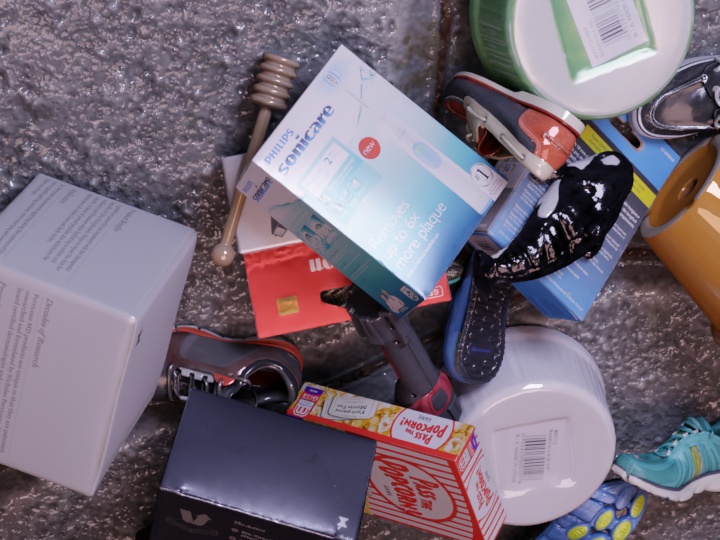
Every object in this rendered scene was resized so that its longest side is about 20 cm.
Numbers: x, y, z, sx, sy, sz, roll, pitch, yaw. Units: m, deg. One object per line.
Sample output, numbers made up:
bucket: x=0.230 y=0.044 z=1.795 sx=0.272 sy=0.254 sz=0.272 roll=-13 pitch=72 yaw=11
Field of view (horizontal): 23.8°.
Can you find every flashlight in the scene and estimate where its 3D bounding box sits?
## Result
flashlight: x=0.039 y=0.084 z=1.665 sx=0.067 sy=0.068 sz=0.201 roll=-17 pitch=136 yaw=14

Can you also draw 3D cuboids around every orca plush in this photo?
orca plush: x=0.191 y=-0.047 z=1.581 sx=0.198 sy=0.071 sz=0.106 roll=-23 pitch=104 yaw=-26

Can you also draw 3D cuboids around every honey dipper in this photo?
honey dipper: x=-0.101 y=-0.100 z=1.589 sx=0.038 sy=0.038 sz=0.202 roll=15 pitch=92 yaw=-16

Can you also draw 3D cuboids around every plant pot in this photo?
plant pot: x=0.380 y=-0.028 z=1.665 sx=0.183 sy=0.201 sz=0.201 roll=37 pitch=108 yaw=-12

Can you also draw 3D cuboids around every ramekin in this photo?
ramekin: x=0.205 y=-0.232 z=1.549 sx=0.197 sy=0.098 sz=0.203 roll=-3 pitch=105 yaw=-10
ramekin: x=0.170 y=0.168 z=1.783 sx=0.198 sy=0.098 sz=0.203 roll=-4 pitch=118 yaw=-7

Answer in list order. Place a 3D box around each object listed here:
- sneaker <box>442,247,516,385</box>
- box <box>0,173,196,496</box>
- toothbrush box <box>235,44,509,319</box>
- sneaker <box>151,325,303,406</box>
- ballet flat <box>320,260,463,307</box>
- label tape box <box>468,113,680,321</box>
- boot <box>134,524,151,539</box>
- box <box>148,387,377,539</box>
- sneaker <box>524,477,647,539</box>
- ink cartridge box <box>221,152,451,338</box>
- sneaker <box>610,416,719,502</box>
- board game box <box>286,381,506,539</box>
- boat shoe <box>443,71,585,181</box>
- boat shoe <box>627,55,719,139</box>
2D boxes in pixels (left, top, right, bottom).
sneaker: x=0.123 y=0.013 z=1.717 sx=0.065 sy=0.078 sz=0.202 roll=14 pitch=96 yaw=-22
box: x=-0.272 y=0.055 z=1.573 sx=0.169 sy=0.199 sz=0.202 roll=19 pitch=116 yaw=3
toothbrush box: x=0.010 y=-0.079 z=1.550 sx=0.199 sy=0.085 sz=0.147 roll=39 pitch=69 yaw=-2
sneaker: x=-0.152 y=0.106 z=1.707 sx=0.197 sy=0.082 sz=0.078 roll=-4 pitch=119 yaw=-7
ballet flat: x=0.000 y=0.000 z=1.690 sx=0.198 sy=0.068 sz=0.076 roll=-16 pitch=104 yaw=2
label tape box: x=0.203 y=-0.074 z=1.665 sx=0.144 sy=0.063 sz=0.201 roll=42 pitch=73 yaw=-25
boot: x=-0.146 y=0.321 z=1.828 sx=0.197 sy=0.075 sz=0.098 roll=3 pitch=115 yaw=-13
box: x=-0.102 y=0.236 z=1.700 sx=0.194 sy=0.118 sz=0.201 roll=16 pitch=146 yaw=-2
sneaker: x=0.229 y=0.283 z=1.859 sx=0.071 sy=0.083 sz=0.200 roll=42 pitch=119 yaw=-6
ink cartridge box: x=-0.020 y=-0.039 z=1.633 sx=0.197 sy=0.045 sz=0.178 roll=-11 pitch=92 yaw=-3
sneaker: x=0.341 y=0.193 z=1.818 sx=0.198 sy=0.077 sz=0.081 roll=-5 pitch=116 yaw=-41
board game box: x=0.037 y=0.196 z=1.722 sx=0.198 sy=0.047 sz=0.152 roll=11 pitch=142 yaw=31
boat shoe: x=0.128 y=-0.131 z=1.556 sx=0.071 sy=0.200 sz=0.063 roll=31 pitch=90 yaw=-32
boat shoe: x=0.357 y=-0.168 z=1.639 sx=0.197 sy=0.068 sz=0.074 roll=-12 pitch=108 yaw=-6
